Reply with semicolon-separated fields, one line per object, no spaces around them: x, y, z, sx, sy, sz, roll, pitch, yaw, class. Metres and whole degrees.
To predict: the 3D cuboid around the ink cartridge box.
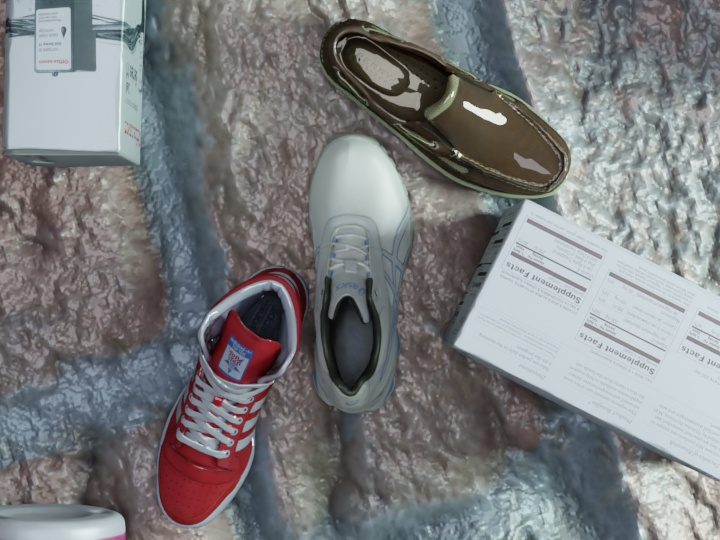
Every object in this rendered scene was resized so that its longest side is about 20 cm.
-0.194;-0.174;1.318;0.083;0.147;0.201;2;91;-1;ink cartridge box

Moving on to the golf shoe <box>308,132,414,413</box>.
0.000;0.000;1.341;0.078;0.097;0.201;-3;88;2;golf shoe

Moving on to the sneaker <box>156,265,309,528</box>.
-0.094;0.089;1.332;0.071;0.112;0.201;22;90;1;sneaker

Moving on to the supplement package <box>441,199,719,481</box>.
0.170;0.047;1.310;0.199;0.156;0.111;27;89;0;supplement package

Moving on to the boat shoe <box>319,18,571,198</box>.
0.059;-0.111;1.352;0.202;0.075;0.075;27;90;0;boat shoe

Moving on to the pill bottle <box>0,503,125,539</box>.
-0.222;0.269;1.331;0.113;0.113;0.201;1;90;0;pill bottle
